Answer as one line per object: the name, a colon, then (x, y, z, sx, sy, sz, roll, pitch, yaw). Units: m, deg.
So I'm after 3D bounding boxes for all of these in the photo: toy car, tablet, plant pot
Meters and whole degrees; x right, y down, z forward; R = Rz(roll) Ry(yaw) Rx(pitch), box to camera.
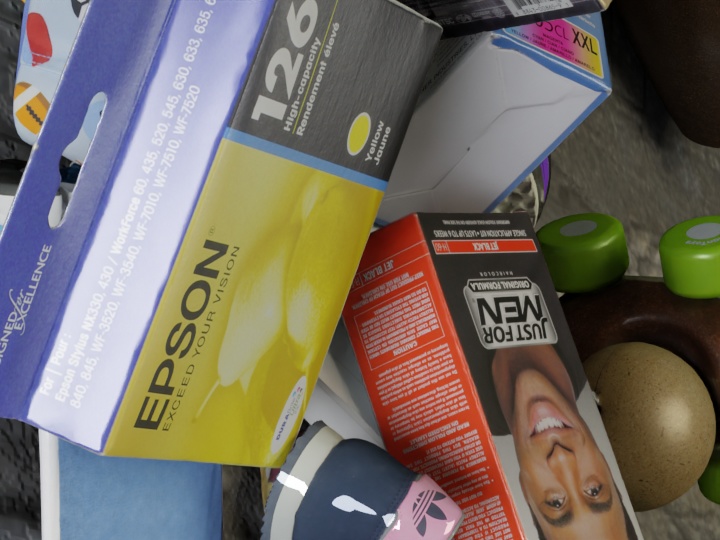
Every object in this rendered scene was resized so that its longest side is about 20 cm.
toy car: (0.139, 0.082, 1.278, 0.200, 0.158, 0.164, -40, 124, -49)
tablet: (-0.091, 0.118, 0.924, 0.130, 0.014, 0.200, -15, 108, -62)
plant pot: (0.253, -0.193, 1.590, 0.187, 0.187, 0.200, -62, 146, -51)

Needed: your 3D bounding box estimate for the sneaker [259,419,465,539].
sneaker: (0.007, 0.148, 1.004, 0.070, 0.082, 0.200, -57, 158, -29)

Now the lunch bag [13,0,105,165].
lunch bag: (-0.055, -0.129, 0.913, 0.160, 0.076, 0.200, 5, 103, -61)

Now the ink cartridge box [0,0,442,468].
ink cartridge box: (-0.053, -0.025, 0.863, 0.200, 0.047, 0.198, 12, 100, -66)

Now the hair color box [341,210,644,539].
hair color box: (0.062, 0.075, 1.060, 0.101, 0.061, 0.200, -3, 71, -54)

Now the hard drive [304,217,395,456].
hard drive: (0.000, 0.000, 1.129, 0.132, 0.026, 0.200, 45, 36, -7)

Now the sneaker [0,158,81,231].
sneaker: (-0.107, 0.000, 0.958, 0.200, 0.075, 0.087, -6, 109, -65)

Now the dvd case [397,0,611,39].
dvd case: (0.005, -0.183, 0.996, 0.200, 0.149, 0.016, 51, 59, -25)

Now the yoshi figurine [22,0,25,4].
yoshi figurine: (-0.080, -0.146, 0.998, 0.112, 0.112, 0.200, 69, 19, 5)

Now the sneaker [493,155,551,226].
sneaker: (0.063, -0.112, 1.307, 0.100, 0.069, 0.200, -25, 104, -69)

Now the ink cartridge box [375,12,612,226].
ink cartridge box: (0.050, -0.131, 1.159, 0.076, 0.136, 0.200, 23, 42, -27)

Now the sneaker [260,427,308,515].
sneaker: (0.030, 0.107, 1.116, 0.200, 0.090, 0.075, 7, 72, -61)
